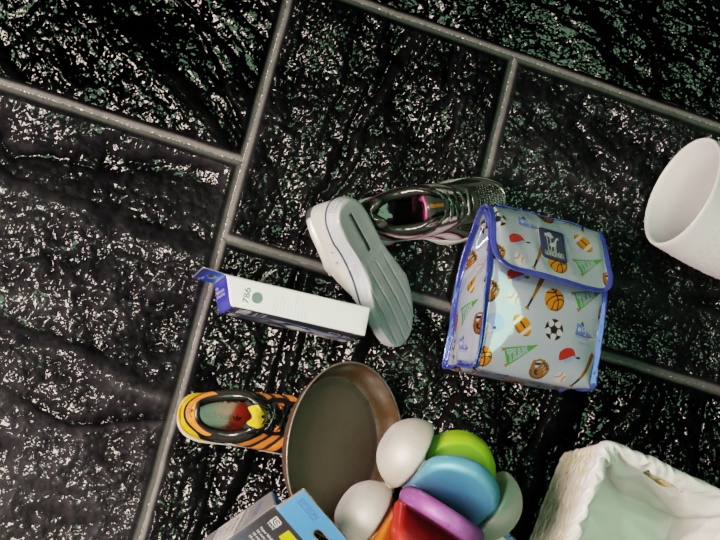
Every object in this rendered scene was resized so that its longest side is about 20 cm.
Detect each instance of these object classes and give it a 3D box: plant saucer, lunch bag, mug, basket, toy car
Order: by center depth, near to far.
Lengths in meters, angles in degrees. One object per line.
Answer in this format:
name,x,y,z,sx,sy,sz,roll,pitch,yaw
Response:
toy car,0.080,0.272,1.555,0.174,0.150,0.201,34,91,-9
plant saucer,-0.025,0.204,1.624,0.199,0.032,0.202,1,89,-48
basket,0.309,0.324,1.668,0.197,0.161,0.201,24,78,-10
lunch bag,0.203,0.032,1.696,0.169,0.124,0.202,13,81,-19
mug,0.468,-0.079,1.784,0.174,0.148,0.201,27,47,-17

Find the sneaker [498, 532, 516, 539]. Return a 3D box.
sneaker,0.104,0.294,1.666,0.085,0.077,0.200,-43,94,-11

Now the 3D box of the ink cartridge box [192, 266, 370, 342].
ink cartridge box,-0.096,0.041,1.637,0.198,0.099,0.040,15,80,-11

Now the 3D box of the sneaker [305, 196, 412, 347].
sneaker,0.000,0.000,1.681,0.073,0.070,0.201,-40,117,-36

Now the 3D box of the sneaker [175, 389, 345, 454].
sneaker,-0.107,0.172,1.620,0.198,0.090,0.071,5,82,-14

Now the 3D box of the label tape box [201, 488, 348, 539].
label tape box,-0.082,0.324,1.560,0.199,0.063,0.144,-37,99,22

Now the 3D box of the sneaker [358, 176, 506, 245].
sneaker,0.087,-0.069,1.703,0.198,0.086,0.081,-14,86,-15
